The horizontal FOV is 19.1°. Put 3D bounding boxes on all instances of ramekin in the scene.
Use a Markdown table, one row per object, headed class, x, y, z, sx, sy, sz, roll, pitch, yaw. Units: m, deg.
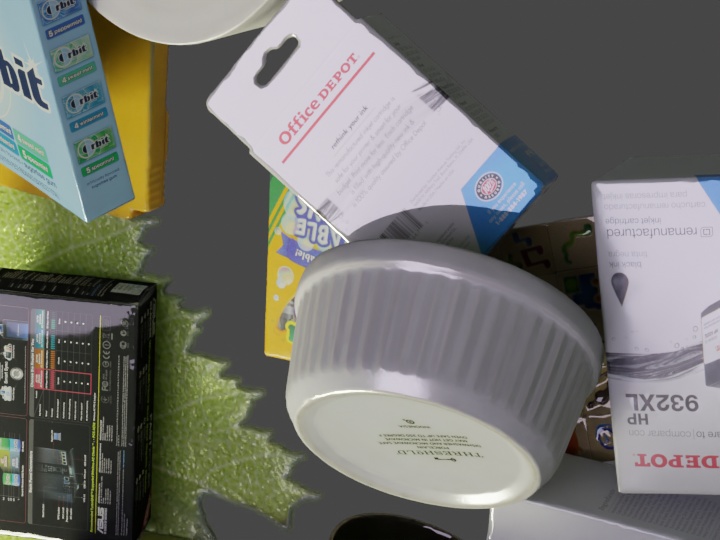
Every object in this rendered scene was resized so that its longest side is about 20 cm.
| class | x | y | z | sx | sy | sz | roll | pitch | yaw |
| --- | --- | --- | --- | --- | --- | --- | --- | --- | --- |
| ramekin | 0.045 | 0.071 | 1.322 | 0.201 | 0.095 | 0.203 | 13 | 152 | 7 |

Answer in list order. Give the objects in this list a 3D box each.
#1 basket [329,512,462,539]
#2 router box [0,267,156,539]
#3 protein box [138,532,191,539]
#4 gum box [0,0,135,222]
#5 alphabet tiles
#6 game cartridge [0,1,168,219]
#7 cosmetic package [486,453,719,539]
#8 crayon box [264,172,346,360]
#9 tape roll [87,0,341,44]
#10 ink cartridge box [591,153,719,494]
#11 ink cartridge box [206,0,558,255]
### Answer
| class | x | y | z | sx | sy | sz | roll | pitch | yaw |
| --- | --- | --- | --- | --- | --- | --- | --- | --- | --- |
| basket | 0.020 | 0.299 | 1.471 | 0.180 | 0.135 | 0.201 | -131 | 52 | -58 |
| router box | -0.233 | 0.102 | 1.606 | 0.149 | 0.062 | 0.201 | 6 | 107 | 7 |
| protein box | -0.129 | 0.319 | 1.586 | 0.197 | 0.135 | 0.201 | 5 | 106 | 29 |
| gum box | -0.233 | -0.153 | 1.466 | 0.170 | 0.044 | 0.201 | 31 | 141 | 47 |
| alphabet tiles | 0.107 | 0.054 | 1.415 | 0.199 | 0.006 | 0.167 | -9 | 103 | 16 |
| game cartridge | -0.217 | -0.149 | 1.572 | 0.175 | 0.032 | 0.201 | 15 | 115 | 27 |
| cosmetic package | 0.184 | 0.191 | 1.384 | 0.199 | 0.074 | 0.102 | 15 | 119 | 21 |
| crayon box | 0.000 | 0.000 | 1.472 | 0.125 | 0.052 | 0.201 | 11 | 109 | 28 |
| tape roll | -0.090 | -0.257 | 1.403 | 0.202 | 0.139 | 0.204 | 9 | 108 | 28 |
| ink cartridge box | 0.228 | 0.033 | 1.320 | 0.144 | 0.084 | 0.201 | -1 | 103 | 24 |
| ink cartridge box | 0.014 | -0.083 | 1.369 | 0.200 | 0.067 | 0.116 | 43 | 107 | 4 |
